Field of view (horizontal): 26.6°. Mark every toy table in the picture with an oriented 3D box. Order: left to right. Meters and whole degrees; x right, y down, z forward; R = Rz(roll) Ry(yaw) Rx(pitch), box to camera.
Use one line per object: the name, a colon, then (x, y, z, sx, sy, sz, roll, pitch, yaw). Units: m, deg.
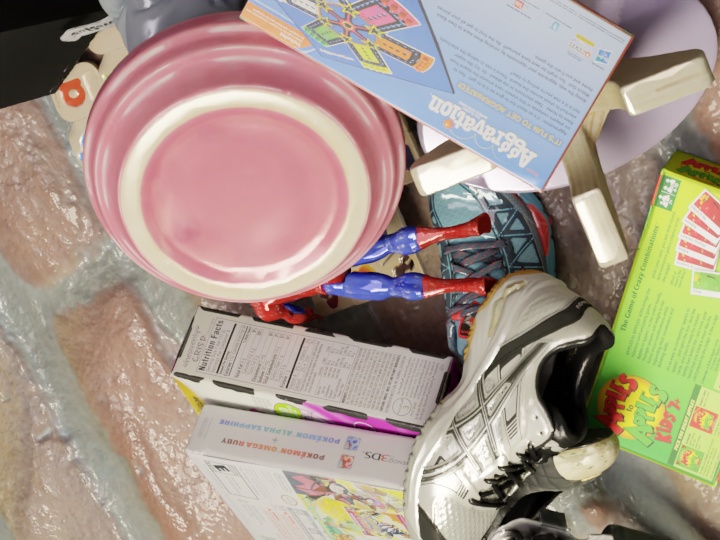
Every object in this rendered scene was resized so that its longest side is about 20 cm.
toy table: (0.125, -0.105, 0.938, 0.199, 0.117, 0.184, -33, 104, 17)

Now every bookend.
bookend: (-0.313, -0.207, 1.062, 0.199, 0.200, 0.092, 46, 120, 6)

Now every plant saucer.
plant saucer: (-0.070, -0.056, 0.925, 0.198, 0.051, 0.202, -2, 126, -3)

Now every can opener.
can opener: (0.175, 0.209, 1.046, 0.198, 0.067, 0.053, 14, 138, -22)

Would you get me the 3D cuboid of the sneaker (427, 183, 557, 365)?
sneaker: (0.096, 0.021, 1.037, 0.079, 0.095, 0.201, -18, 101, 28)

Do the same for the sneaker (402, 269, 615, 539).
sneaker: (0.093, 0.103, 0.957, 0.087, 0.075, 0.202, 29, 105, 42)

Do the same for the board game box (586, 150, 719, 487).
board game box: (0.223, 0.033, 1.015, 0.101, 0.048, 0.202, 21, 116, 16)

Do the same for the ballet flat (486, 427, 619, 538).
ballet flat: (0.132, 0.149, 1.048, 0.200, 0.066, 0.057, 125, 130, -66)

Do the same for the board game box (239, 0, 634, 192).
board game box: (0.042, -0.138, 0.858, 0.199, 0.019, 0.103, 30, 102, -4)

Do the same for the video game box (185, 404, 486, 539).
video game box: (-0.009, 0.173, 1.107, 0.181, 0.047, 0.200, 9, 150, 25)

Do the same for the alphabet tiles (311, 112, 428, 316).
alphabet tiles: (-0.030, -0.072, 1.074, 0.166, 0.008, 0.201, -20, 97, 35)

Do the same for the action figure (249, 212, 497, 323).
action figure: (0.000, 0.000, 1.037, 0.198, 0.099, 0.066, -5, 89, 20)

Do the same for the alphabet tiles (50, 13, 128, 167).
alphabet tiles: (-0.135, -0.116, 1.134, 0.194, 0.015, 0.202, -15, 103, 27)

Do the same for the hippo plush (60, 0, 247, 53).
hippo plush: (-0.126, -0.150, 0.981, 0.199, 0.162, 0.159, -30, 133, 27)

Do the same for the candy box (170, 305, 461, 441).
candy box: (-0.022, 0.099, 1.101, 0.198, 0.061, 0.137, 11, 152, 21)
